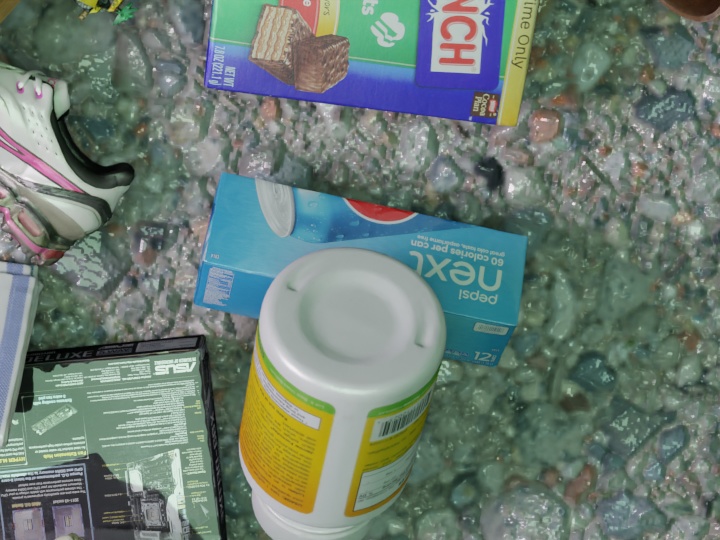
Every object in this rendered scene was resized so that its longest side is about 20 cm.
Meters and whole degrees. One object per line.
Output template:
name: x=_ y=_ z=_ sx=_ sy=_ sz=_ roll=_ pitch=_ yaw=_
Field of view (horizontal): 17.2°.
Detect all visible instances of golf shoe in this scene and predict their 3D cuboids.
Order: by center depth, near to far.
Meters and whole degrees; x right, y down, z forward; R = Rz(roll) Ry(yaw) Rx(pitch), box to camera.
golf shoe: x=-0.227 y=-0.103 z=1.483 sx=0.092 sy=0.073 sz=0.200 roll=-39 pitch=105 yaw=9

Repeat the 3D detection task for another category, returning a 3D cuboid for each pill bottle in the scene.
pill bottle: x=-0.016 y=0.088 z=1.460 sx=0.111 sy=0.111 sz=0.200 roll=8 pitch=141 yaw=-3

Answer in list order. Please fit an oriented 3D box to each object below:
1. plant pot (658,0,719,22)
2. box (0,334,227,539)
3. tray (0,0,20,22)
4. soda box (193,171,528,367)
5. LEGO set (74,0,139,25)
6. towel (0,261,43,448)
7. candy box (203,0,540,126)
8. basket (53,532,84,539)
plant pot: x=0.251 y=-0.278 z=1.435 sx=0.200 sy=0.187 sz=0.187 roll=-28 pitch=99 yaw=-13
box: x=-0.190 y=0.131 z=1.533 sx=0.199 sy=0.050 sz=0.158 roll=-6 pitch=100 yaw=-1
tray: x=-0.260 y=-0.171 z=1.408 sx=0.099 sy=0.037 sz=0.200 roll=46 pitch=103 yaw=7
soda box: x=0.000 y=0.000 z=1.500 sx=0.199 sy=0.064 sz=0.068 roll=12 pitch=61 yaw=-4
LEGO set: x=-0.179 y=-0.250 z=1.438 sx=0.154 sy=0.116 sz=0.200 roll=-39 pitch=98 yaw=4
towel: x=-0.304 y=0.043 z=1.481 sx=0.199 sy=0.147 sz=0.024 roll=6 pitch=138 yaw=-4
candy box: x=0.012 y=-0.186 z=1.461 sx=0.199 sy=0.077 sz=0.170 roll=6 pitch=113 yaw=-4
basket: x=-0.183 y=0.268 z=1.437 sx=0.123 sy=0.136 sz=0.200 roll=-26 pitch=76 yaw=-2
